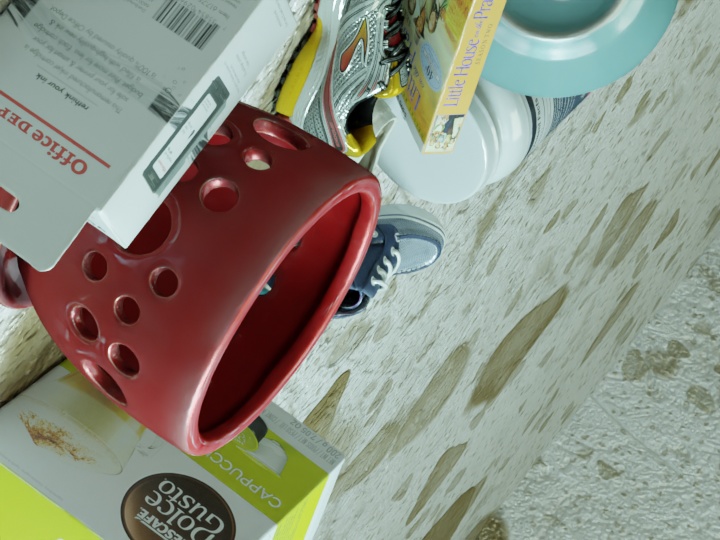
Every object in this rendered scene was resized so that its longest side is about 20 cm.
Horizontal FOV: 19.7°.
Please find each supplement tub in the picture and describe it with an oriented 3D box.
[{"bbox_3d":[0.104,-0.158,1.720,0.200,0.140,0.140,-43,161,-40],"label":"supplement tub"}]

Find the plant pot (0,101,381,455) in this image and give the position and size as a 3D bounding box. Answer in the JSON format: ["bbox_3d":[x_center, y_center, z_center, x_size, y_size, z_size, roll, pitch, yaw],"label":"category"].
[{"bbox_3d":[-0.112,-0.018,1.241,0.200,0.182,0.200,-50,164,-21],"label":"plant pot"}]

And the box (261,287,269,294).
[{"bbox_3d":[-0.127,0.103,1.717,0.200,0.049,0.082,-56,166,-3],"label":"box"}]

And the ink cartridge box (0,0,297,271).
[{"bbox_3d":[-0.141,-0.097,1.113,0.200,0.116,0.068,-53,164,-10],"label":"ink cartridge box"}]

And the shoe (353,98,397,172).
[{"bbox_3d":[-0.025,-0.064,1.678,0.070,0.053,0.200,-36,155,-53],"label":"shoe"}]

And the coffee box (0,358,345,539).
[{"bbox_3d":[-0.164,0.191,1.488,0.198,0.200,0.200,-40,158,-47],"label":"coffee box"}]

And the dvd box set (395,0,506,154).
[{"bbox_3d":[0.058,-0.205,1.502,0.029,0.146,0.200,-4,141,-20],"label":"dvd box set"}]

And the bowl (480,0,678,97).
[{"bbox_3d":[0.143,-0.228,1.542,0.201,0.201,0.105,-58,180,8],"label":"bowl"}]

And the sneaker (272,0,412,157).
[{"bbox_3d":[0.010,-0.172,1.506,0.078,0.082,0.200,-35,153,-53],"label":"sneaker"}]

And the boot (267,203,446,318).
[{"bbox_3d":[0.000,0.000,1.660,0.200,0.090,0.073,-1,135,-36],"label":"boot"}]
